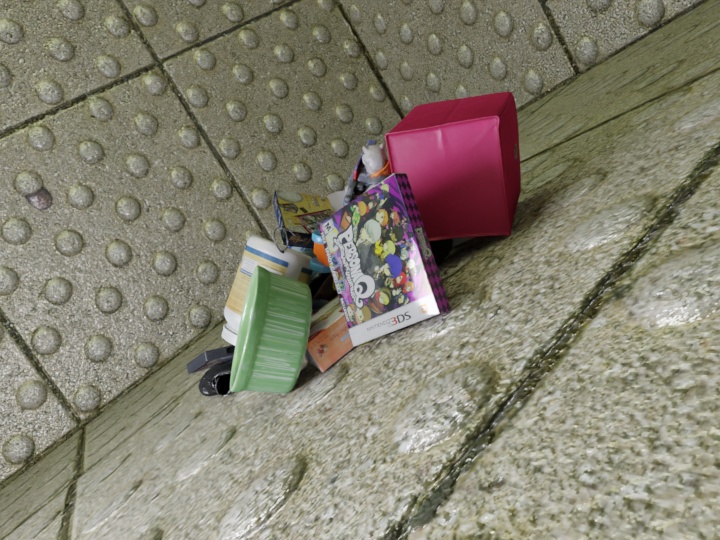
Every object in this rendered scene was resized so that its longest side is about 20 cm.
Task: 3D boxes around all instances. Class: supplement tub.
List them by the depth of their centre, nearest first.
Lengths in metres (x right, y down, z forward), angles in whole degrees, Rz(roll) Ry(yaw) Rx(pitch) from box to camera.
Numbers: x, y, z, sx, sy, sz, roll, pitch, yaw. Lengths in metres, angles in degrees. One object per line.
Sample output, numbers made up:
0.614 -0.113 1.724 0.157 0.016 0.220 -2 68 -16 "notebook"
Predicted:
-0.183 0.049 1.059 0.145 0.141 0.206 -162 92 -80 "supplement tub"

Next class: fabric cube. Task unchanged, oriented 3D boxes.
0.176 -0.186 0.960 0.194 0.202 0.200 -2 25 23 "fabric cube"

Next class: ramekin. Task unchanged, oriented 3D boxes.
-0.146 0.103 0.888 0.200 0.095 0.207 -167 89 -75 "ramekin"

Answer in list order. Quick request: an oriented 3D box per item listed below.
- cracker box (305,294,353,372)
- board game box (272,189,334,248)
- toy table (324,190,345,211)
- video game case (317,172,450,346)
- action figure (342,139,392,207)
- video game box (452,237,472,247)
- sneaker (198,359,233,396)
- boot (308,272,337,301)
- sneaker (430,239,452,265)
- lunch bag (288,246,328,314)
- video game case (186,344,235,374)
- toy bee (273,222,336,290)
-0.050 0.102 0.957 0.133 0.059 0.199 -37 9 -14 "cracker box"
-0.118 -0.113 1.197 0.202 0.131 0.035 -114 35 -54 "board game box"
-0.025 -0.100 1.303 0.182 0.118 0.201 -36 35 4 "toy table"
0.027 -0.010 0.795 0.035 0.206 0.179 -8 -12 -47 "video game case"
0.038 -0.153 0.984 0.101 0.196 0.204 4 51 16 "action figure"
0.198 -0.097 1.137 0.180 0.047 0.200 -30 9 44 "video game box"
-0.295 0.235 1.167 0.196 0.061 0.104 -28 5 19 "sneaker"
0.000 0.000 1.079 0.200 0.073 0.165 -45 -26 20 "boot"
0.085 -0.018 1.037 0.197 0.075 0.089 -34 10 2 "sneaker"
-0.115 0.025 1.201 0.167 0.130 0.199 16 44 42 "lunch bag"
-0.289 0.190 1.232 0.176 0.026 0.199 -11 -11 -32 "video game case"
-0.048 -0.049 0.957 0.107 0.200 0.133 -16 -38 -45 "toy bee"
